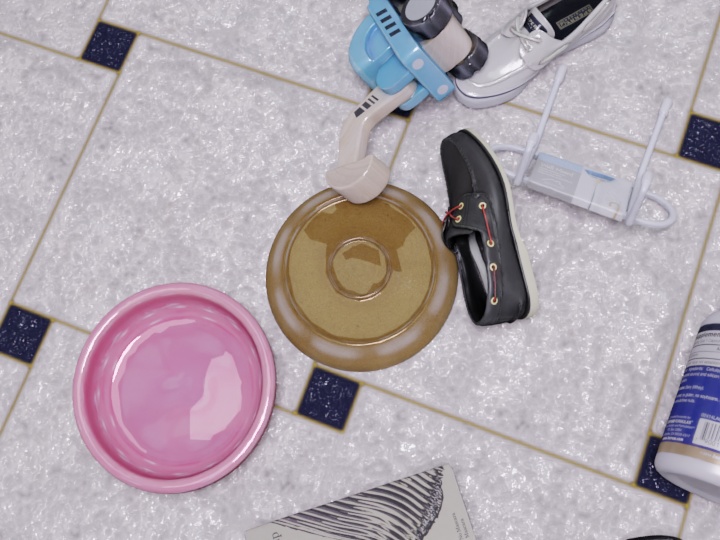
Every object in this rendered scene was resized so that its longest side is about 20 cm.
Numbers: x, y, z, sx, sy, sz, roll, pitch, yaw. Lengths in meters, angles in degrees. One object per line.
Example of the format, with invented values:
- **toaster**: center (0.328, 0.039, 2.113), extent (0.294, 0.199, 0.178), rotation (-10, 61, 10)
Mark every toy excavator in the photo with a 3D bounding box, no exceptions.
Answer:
- **toy excavator**: center (0.030, -0.189, 0.955), extent (0.200, 0.100, 0.195), rotation (-39, 49, 17)

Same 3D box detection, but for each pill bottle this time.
- **pill bottle**: center (0.348, 0.105, 0.834), extent (0.115, 0.116, 0.202), rotation (22, 77, 11)

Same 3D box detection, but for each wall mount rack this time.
- **wall mount rack**: center (0.233, -0.124, 0.936), extent (0.198, 0.075, 0.174), rotation (21, 39, 9)

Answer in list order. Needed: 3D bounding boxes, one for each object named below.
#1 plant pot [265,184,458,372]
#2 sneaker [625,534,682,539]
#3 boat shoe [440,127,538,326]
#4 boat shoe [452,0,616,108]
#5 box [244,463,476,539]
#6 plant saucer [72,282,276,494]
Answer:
- **plant pot**: center (0.000, 0.000, 0.941), extent (0.198, 0.028, 0.202), rotation (-1, 74, 4)
- **sneaker**: center (0.204, 0.311, 0.818), extent (0.198, 0.075, 0.117), rotation (-20, 78, 10)
- **boat shoe**: center (0.114, -0.045, 0.915), extent (0.062, 0.074, 0.203), rotation (-10, 76, -20)
- **boat shoe**: center (0.182, -0.243, 0.971), extent (0.199, 0.066, 0.072), rotation (-28, 72, -2)
- **box**: center (0.003, 0.249, 0.841), extent (0.198, 0.069, 0.083), rotation (-19, 57, -1)
- **plant saucer**: center (-0.177, 0.115, 0.912), extent (0.198, 0.051, 0.203), rotation (-1, 73, 4)
